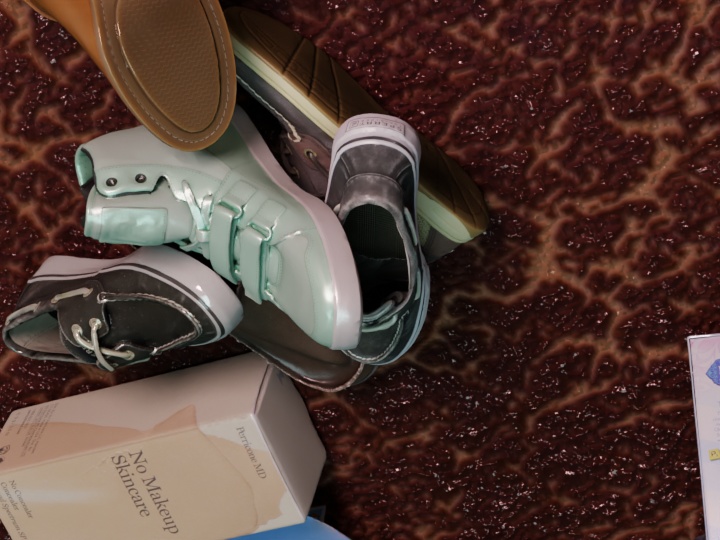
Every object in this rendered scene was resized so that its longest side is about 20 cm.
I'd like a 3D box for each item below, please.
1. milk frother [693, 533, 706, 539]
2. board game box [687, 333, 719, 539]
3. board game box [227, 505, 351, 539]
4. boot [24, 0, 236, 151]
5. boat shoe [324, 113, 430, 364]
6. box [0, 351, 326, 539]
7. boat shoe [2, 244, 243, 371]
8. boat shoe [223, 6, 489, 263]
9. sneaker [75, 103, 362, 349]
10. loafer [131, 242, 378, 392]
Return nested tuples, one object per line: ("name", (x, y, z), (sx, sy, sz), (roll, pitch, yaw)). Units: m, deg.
("milk frother", (0.301, 0.256, 1.316), (0.180, 0.200, 0.189), (-2, 91, 2))
("board game box", (0.298, 0.125, 1.195), (0.200, 0.200, 0.041), (-7, 158, 16))
("board game box", (-0.068, 0.217, 1.411), (0.200, 0.039, 0.158), (-10, 126, 20))
("boot", (-0.153, -0.152, 1.132), (0.200, 0.074, 0.155), (61, 156, -13))
("boat shoe", (0.000, 0.000, 1.169), (0.072, 0.071, 0.200), (6, 142, 8))
("box", (-0.133, 0.126, 1.339), (0.200, 0.078, 0.095), (-16, 117, 20))
("boat shoe", (-0.145, 0.031, 1.235), (0.200, 0.064, 0.071), (-4, 132, 52))
("boat shoe", (-0.016, -0.071, 1.195), (0.200, 0.073, 0.065), (40, 116, -14))
("sneaker", (-0.084, -0.013, 1.123), (0.118, 0.200, 0.074), (-16, 134, -25))
("loafer", (-0.074, 0.014, 1.261), (0.200, 0.071, 0.073), (38, 122, -13))
